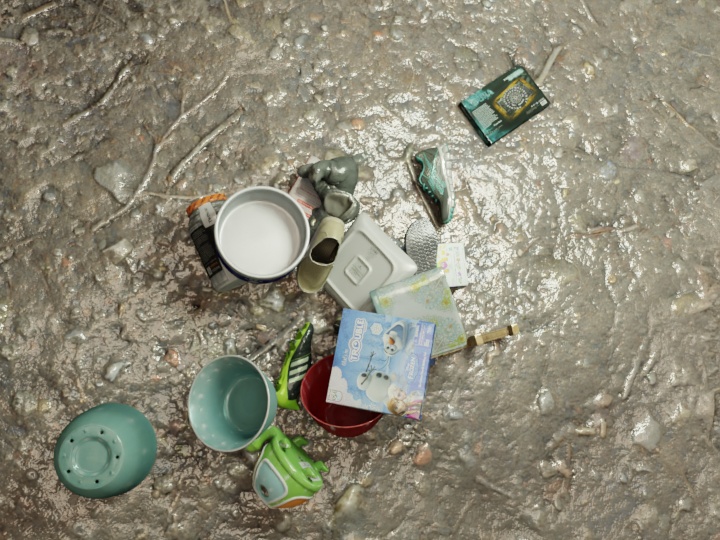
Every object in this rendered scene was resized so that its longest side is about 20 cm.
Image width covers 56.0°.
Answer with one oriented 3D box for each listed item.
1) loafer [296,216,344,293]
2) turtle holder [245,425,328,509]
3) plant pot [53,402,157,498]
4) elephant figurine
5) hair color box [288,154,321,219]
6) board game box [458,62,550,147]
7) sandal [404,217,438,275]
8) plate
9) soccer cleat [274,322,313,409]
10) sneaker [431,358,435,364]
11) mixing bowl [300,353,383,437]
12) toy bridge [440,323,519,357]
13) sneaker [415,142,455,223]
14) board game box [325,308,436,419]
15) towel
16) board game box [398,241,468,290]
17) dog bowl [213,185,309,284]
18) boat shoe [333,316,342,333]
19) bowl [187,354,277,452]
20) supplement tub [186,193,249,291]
[{"bbox_3d":[-0.093,-0.025,1.490,0.075,0.068,0.200,18,121,-9],"label":"loafer"},{"bbox_3d":[-0.174,0.425,1.455,0.132,0.141,0.186,-45,95,4],"label":"turtle holder"},{"bbox_3d":[-0.538,0.377,1.403,0.200,0.161,0.201,1,80,-7],"label":"plant pot"},{"bbox_3d":[-0.060,-0.148,1.524,0.141,0.155,0.201,-18,97,-45],"label":"elephant figurine"},{"bbox_3d":[-0.124,-0.159,1.597,0.101,0.061,0.200,30,77,-3],"label":"hair color box"},{"bbox_3d":[0.367,-0.423,1.722,0.200,0.028,0.135,-34,86,-11],"label":"board game box"},{"bbox_3d":[0.140,-0.016,1.515,0.076,0.043,0.201,-9,94,-8],"label":"sandal"},{"bbox_3d":[0.000,0.000,1.526,0.200,0.032,0.200,-50,65,15],"label":"plate"},{"bbox_3d":[-0.137,0.217,1.537,0.081,0.068,0.200,23,82,-16],"label":"soccer cleat"},{"bbox_3d":[0.085,0.163,1.566,0.199,0.070,0.078,16,86,-3],"label":"sneaker"},{"bbox_3d":[-0.028,0.290,1.491,0.200,0.109,0.200,-1,45,1],"label":"mixing bowl"},{"bbox_3d":[0.270,0.165,1.590,0.199,0.067,0.027,-15,83,-8],"label":"toy bridge"},{"bbox_3d":[0.181,-0.209,1.650,0.091,0.078,0.201,-8,78,7],"label":"sneaker"},{"bbox_3d":[0.044,0.193,1.408,0.198,0.043,0.201,8,79,12],"label":"board game box"},{"bbox_3d":[0.129,0.107,1.484,0.171,0.048,0.200,-20,108,1],"label":"towel"},{"bbox_3d":[0.137,-0.001,1.583,0.199,0.103,0.105,-4,82,-8],"label":"board game box"},{"bbox_3d":[-0.212,-0.074,1.446,0.200,0.079,0.201,3,78,-12],"label":"dog bowl"},{"bbox_3d":[0.005,0.172,1.483,0.201,0.072,0.066,33,67,31],"label":"boat shoe"},{"bbox_3d":[-0.260,0.286,1.462,0.200,0.105,0.201,-5,77,21],"label":"bowl"},{"bbox_3d":[-0.310,-0.064,1.526,0.122,0.123,0.200,-25,85,-11],"label":"supplement tub"}]
